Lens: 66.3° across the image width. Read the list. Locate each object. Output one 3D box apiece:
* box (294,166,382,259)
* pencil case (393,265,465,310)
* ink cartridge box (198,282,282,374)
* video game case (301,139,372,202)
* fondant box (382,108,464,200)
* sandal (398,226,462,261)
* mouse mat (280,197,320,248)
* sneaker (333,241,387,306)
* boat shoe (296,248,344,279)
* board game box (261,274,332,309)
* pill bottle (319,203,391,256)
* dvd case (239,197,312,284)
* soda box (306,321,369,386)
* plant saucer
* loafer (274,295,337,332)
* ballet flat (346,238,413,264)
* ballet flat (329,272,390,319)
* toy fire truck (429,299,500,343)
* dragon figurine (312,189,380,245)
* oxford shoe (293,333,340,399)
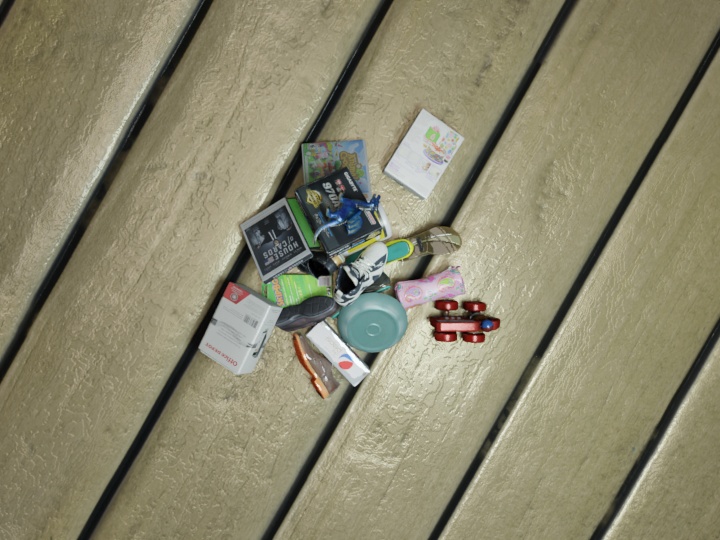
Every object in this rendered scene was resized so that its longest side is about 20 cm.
[{"bbox_3d":[-0.058,-0.148,1.407,0.157,0.046,0.202,-25,71,-11],"label":"box"},{"bbox_3d":[0.193,0.049,1.534,0.197,0.087,0.089,-16,94,-1],"label":"pencil case"},{"bbox_3d":[-0.323,0.156,1.485,0.145,0.083,0.202,27,91,18],"label":"ink cartridge box"},{"bbox_3d":[-0.066,-0.262,1.490,0.179,0.022,0.203,-4,66,-4],"label":"video game case"},{"bbox_3d":[0.173,-0.320,1.530,0.143,0.058,0.202,33,91,-5],"label":"fondant box"},{"bbox_3d":[0.185,-0.072,1.550,0.197,0.054,0.082,-14,88,12],"label":"sandal"},{"bbox_3d":[-0.140,-0.130,1.478,0.196,0.008,0.164,-2,66,16],"label":"mouse mat"},{"bbox_3d":[0.000,0.000,1.420,0.199,0.130,0.080,-44,81,-5],"label":"sneaker"},{"bbox_3d":[-0.120,-0.016,1.461,0.062,0.199,0.075,-51,117,-28],"label":"boat shoe"},{"bbox_3d":[-0.177,0.059,1.540,0.196,0.030,0.097,0,93,-7],"label":"board game box"},{"bbox_3d":[-0.022,-0.105,1.500,0.197,0.111,0.113,-24,95,-3],"label":"pill bottle"},{"bbox_3d":[-0.226,-0.081,1.466,0.149,0.025,0.202,-30,60,3],"label":"dvd case"},{"bbox_3d":[-0.063,0.226,1.536,0.064,0.068,0.200,-44,95,-1],"label":"soda box"},{"bbox_3d":[0.034,0.154,1.511,0.196,0.036,0.203,-1,122,-1],"label":"plant saucer"},{"bbox_3d":[-0.144,0.122,1.502,0.197,0.073,0.063,-16,135,23],"label":"loafer"},{"bbox_3d":[0.057,-0.042,1.525,0.197,0.067,0.068,-16,95,22],"label":"ballet flat"},{"bbox_3d":[-0.010,0.060,1.534,0.198,0.068,0.069,-29,80,3],"label":"ballet flat"},{"bbox_3d":[0.288,0.146,1.507,0.196,0.168,0.114,2,93,-4],"label":"toy fire truck"},{"bbox_3d":[-0.029,-0.128,1.337,0.099,0.059,0.201,30,62,19],"label":"dragon figurine"},{"bbox_3d":[-0.125,0.255,1.542,0.072,0.071,0.202,-30,101,-20],"label":"oxford shoe"}]
